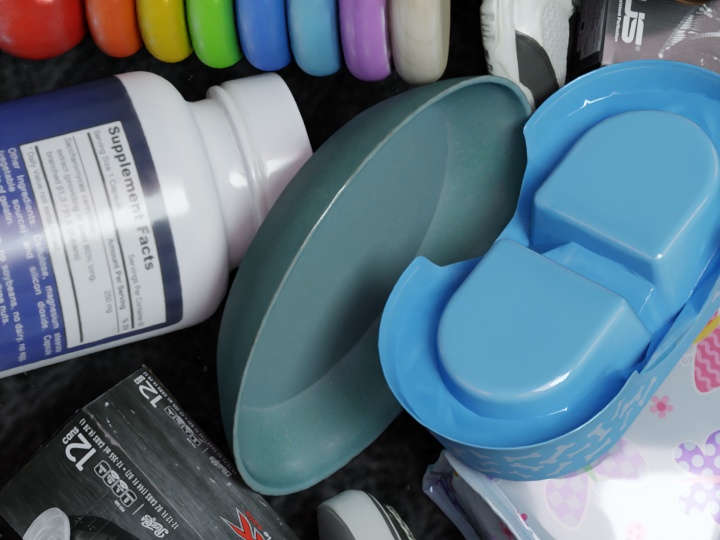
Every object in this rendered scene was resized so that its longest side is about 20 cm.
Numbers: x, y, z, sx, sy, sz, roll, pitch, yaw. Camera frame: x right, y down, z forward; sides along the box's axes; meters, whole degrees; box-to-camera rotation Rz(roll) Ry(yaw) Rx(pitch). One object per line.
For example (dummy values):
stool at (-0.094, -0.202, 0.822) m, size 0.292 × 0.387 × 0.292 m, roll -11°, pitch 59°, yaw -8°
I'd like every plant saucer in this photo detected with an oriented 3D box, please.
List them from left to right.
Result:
plant saucer at (0.000, 0.000, 1.000) m, size 0.036 × 0.200 × 0.200 m, roll 33°, pitch 78°, yaw 22°

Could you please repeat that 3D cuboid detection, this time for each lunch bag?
lunch bag at (0.153, 0.111, 1.033) m, size 0.169 × 0.127 × 0.200 m, roll -36°, pitch 85°, yaw -11°

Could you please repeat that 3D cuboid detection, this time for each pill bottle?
pill bottle at (-0.120, -0.020, 0.999) m, size 0.199 × 0.111 × 0.112 m, roll -15°, pitch 89°, yaw -13°

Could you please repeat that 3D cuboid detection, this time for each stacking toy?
stacking toy at (-0.064, -0.119, 0.990) m, size 0.199 × 0.085 × 0.086 m, roll 0°, pitch 86°, yaw 5°

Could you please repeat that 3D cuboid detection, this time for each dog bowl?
dog bowl at (0.093, 0.003, 0.989) m, size 0.111 × 0.050 × 0.200 m, roll 28°, pitch 67°, yaw 30°

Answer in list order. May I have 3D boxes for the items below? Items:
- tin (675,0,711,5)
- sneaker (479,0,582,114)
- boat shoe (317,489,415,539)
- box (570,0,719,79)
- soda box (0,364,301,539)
tin at (0.160, -0.213, 1.029) m, size 0.112 × 0.042 × 0.201 m, roll 24°, pitch 70°, yaw -52°
sneaker at (0.096, -0.163, 1.038) m, size 0.087 × 0.076 × 0.201 m, roll 4°, pitch 94°, yaw 1°
boat shoe at (0.047, 0.174, 1.045) m, size 0.063 × 0.071 × 0.201 m, roll -32°, pitch 104°, yaw -18°
box at (0.188, -0.175, 1.110) m, size 0.157 × 0.048 × 0.201 m, roll 9°, pitch 84°, yaw -11°
soda box at (-0.054, 0.139, 0.978) m, size 0.200 × 0.071 × 0.063 m, roll 47°, pitch 111°, yaw 2°
